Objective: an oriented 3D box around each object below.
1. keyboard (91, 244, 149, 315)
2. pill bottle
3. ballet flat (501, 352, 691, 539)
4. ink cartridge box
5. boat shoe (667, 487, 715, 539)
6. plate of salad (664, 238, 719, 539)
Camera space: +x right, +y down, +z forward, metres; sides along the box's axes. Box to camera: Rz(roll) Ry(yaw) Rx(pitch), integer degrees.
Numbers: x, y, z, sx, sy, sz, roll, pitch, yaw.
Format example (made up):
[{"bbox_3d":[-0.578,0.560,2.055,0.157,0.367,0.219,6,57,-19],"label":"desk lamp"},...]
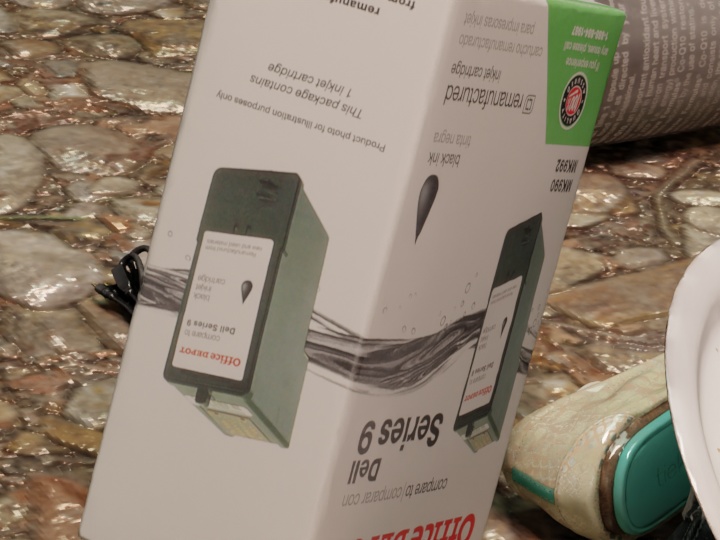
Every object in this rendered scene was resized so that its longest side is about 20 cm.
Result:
[{"bbox_3d":[-0.032,0.022,1.139,0.126,0.021,0.200,-2,25,-15],"label":"keyboard"},{"bbox_3d":[0.107,-0.113,1.348,0.199,0.114,0.114,-10,29,-31],"label":"pill bottle"},{"bbox_3d":[0.129,0.042,1.077,0.062,0.068,0.199,15,24,43],"label":"ballet flat"},{"bbox_3d":[0.000,0.000,0.942,0.084,0.201,0.146,18,9,24],"label":"ink cartridge box"},{"bbox_3d":[0.145,0.080,0.986,0.073,0.068,0.199,19,28,29],"label":"boat shoe"},{"bbox_3d":[0.176,0.067,0.932,0.199,0.048,0.201,26,42,-26],"label":"plate of salad"}]
